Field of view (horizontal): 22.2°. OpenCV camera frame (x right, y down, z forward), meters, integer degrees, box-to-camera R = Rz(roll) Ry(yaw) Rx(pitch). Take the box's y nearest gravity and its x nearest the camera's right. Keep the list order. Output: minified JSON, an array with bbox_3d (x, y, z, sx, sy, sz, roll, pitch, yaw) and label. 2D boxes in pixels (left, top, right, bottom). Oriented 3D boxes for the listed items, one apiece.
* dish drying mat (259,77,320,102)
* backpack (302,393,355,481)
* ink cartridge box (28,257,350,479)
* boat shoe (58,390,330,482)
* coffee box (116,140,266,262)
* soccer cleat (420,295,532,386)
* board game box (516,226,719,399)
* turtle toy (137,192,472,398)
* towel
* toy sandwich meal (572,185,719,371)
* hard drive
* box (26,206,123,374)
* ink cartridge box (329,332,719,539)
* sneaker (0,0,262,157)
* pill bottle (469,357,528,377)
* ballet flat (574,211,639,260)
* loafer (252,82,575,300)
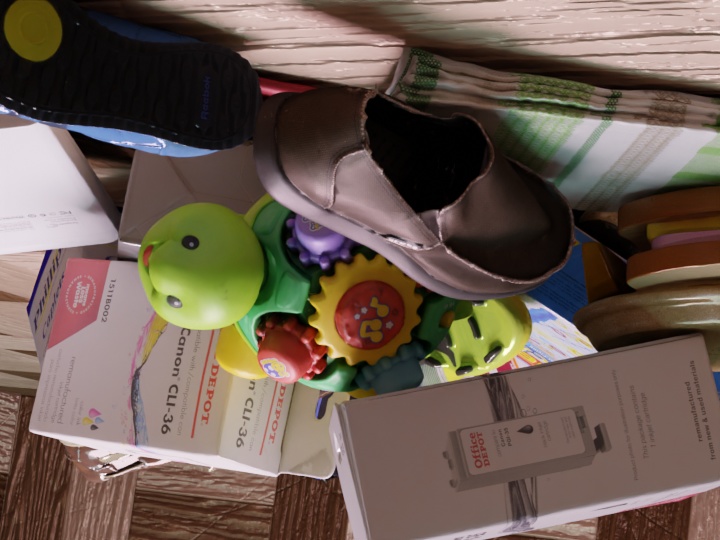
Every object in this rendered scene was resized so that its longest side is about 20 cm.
[{"bbox_3d":[0.000,-0.080,1.007,0.199,0.018,0.077,9,172,-11],"label":"dish drying mat"},{"bbox_3d":[-0.010,0.080,1.572,0.134,0.183,0.200,11,-173,34],"label":"backpack"},{"bbox_3d":[-0.101,0.059,1.132,0.199,0.117,0.067,3,167,35],"label":"ink cartridge box"},{"bbox_3d":[-0.104,0.096,1.250,0.202,0.075,0.075,-12,-152,6],"label":"boat shoe"},{"bbox_3d":[-0.098,-0.031,1.199,0.114,0.080,0.200,11,171,-7],"label":"coffee box"},{"bbox_3d":[0.066,0.039,1.212,0.084,0.065,0.200,-21,175,-27],"label":"soccer cleat"},{"bbox_3d":[0.147,0.033,1.234,0.200,0.056,0.196,33,170,0],"label":"board game box"},{"bbox_3d":[-0.027,0.006,1.013,0.199,0.146,0.101,11,-165,-19],"label":"turtle toy"},{"bbox_3d":[0.103,-0.067,0.941,0.199,0.031,0.149,6,165,-9],"label":"towel"},{"bbox_3d":[0.208,0.008,1.022,0.204,0.071,0.205,2,168,0],"label":"toy sandwich meal"},{"bbox_3d":[-0.237,-0.057,1.156,0.131,0.027,0.200,-6,161,4],"label":"hard drive"},{"bbox_3d":[-0.139,0.044,1.373,0.183,0.105,0.200,11,-158,-22],"label":"box"},{"bbox_3d":[0.089,0.101,1.017,0.199,0.083,0.147,-11,169,-4],"label":"ink cartridge box"},{"bbox_3d":[-0.144,-0.096,0.877,0.200,0.066,0.078,15,172,-40],"label":"sneaker"},{"bbox_3d":[0.146,0.056,1.446,0.113,0.113,0.200,9,171,-10],"label":"pill bottle"},{"bbox_3d":[0.183,-0.012,1.244,0.066,0.057,0.200,33,175,20],"label":"ballet flat"},{"bbox_3d":[0.041,-0.035,0.874,0.200,0.073,0.071,17,160,-42],"label":"loafer"}]
